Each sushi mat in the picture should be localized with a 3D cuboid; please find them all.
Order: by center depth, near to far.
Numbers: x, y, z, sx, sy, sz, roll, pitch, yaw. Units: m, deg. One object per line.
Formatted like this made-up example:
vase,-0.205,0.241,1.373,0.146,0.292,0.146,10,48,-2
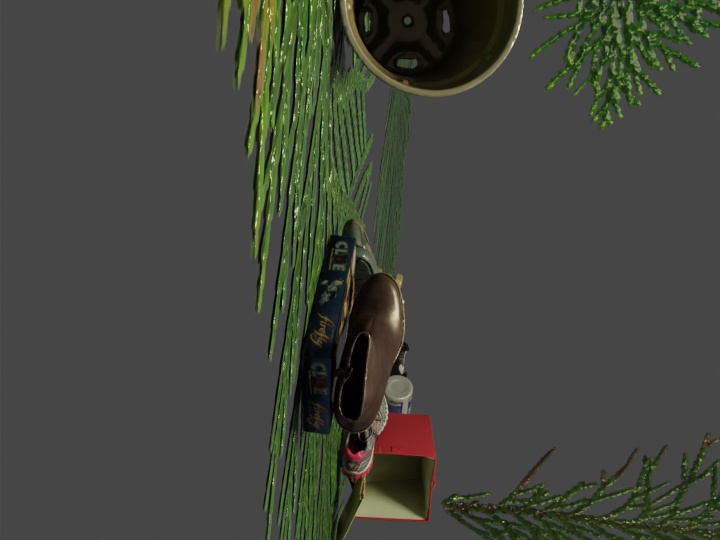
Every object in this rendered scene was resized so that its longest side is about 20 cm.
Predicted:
sushi mat,-0.019,0.468,1.801,0.096,0.012,0.202,-76,-175,-52

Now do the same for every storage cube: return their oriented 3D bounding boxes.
storage cube,0.069,0.437,2.075,0.180,0.197,0.174,-90,-176,-68

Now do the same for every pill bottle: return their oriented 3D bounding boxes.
pill bottle,0.138,0.512,3.563,0.121,0.118,0.202,-79,174,-46

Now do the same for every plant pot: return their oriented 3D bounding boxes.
plant pot,0.065,-0.296,1.055,0.183,0.197,0.204,-134,-130,-80

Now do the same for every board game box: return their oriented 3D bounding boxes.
board game box,-0.036,0.075,1.115,0.202,0.034,0.137,-79,174,-46

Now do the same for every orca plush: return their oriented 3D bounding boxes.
orca plush,0.144,0.393,3.762,0.071,0.105,0.201,-9,138,-47

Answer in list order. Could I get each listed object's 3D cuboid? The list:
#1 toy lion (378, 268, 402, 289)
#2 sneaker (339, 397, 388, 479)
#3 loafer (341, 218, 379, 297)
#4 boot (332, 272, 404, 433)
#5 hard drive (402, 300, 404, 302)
toy lion,0.040,0.111,2.093,0.201,0.068,0.194,-76,179,-59
sneaker,0.009,0.296,1.771,0.075,0.079,0.202,88,10,-51
loafer,0.000,0.000,1.286,0.201,0.071,0.064,84,8,-64
boot,0.013,0.086,1.065,0.167,0.071,0.203,88,14,-77
hard drive,0.053,0.177,2.178,0.132,0.025,0.203,123,-15,-72
